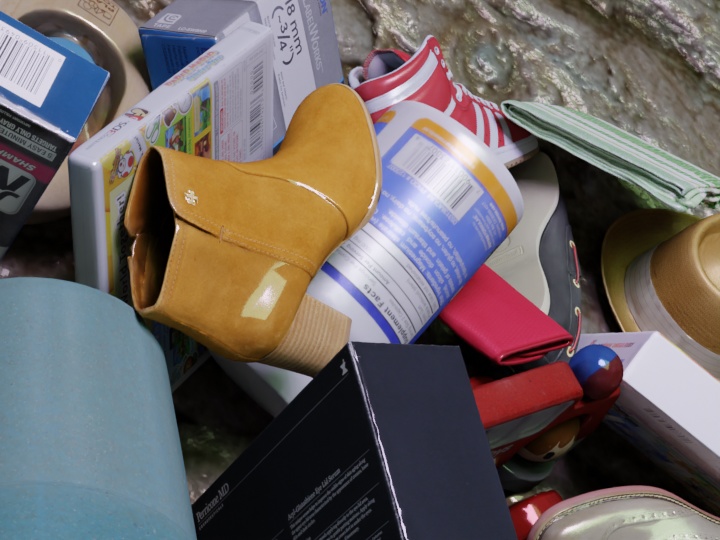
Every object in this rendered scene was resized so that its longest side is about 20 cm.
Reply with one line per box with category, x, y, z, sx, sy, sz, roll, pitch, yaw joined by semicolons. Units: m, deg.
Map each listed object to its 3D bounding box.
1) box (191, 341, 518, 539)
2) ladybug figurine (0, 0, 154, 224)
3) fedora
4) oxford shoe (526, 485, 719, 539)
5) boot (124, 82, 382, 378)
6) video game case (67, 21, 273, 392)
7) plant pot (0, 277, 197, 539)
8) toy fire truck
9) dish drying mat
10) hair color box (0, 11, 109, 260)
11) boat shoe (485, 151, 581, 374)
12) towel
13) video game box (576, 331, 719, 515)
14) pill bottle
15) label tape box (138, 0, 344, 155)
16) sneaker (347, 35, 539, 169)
box;-0.007;0.148;1.016;0.079;0.200;0.141;1;58;-34
ladybug figurine;-0.200;-0.102;1.157;0.136;0.072;0.200;33;45;-13
fedora;0.278;0.014;1.407;0.200;0.082;0.201;19;49;-24
oxford shoe;0.200;0.184;1.148;0.200;0.071;0.074;8;22;-20
boot;-0.062;-0.045;1.041;0.144;0.071;0.201;29;54;-39
video game case;-0.106;-0.021;1.090;0.023;0.200;0.182;20;39;22
plant pot;-0.168;0.122;0.939;0.200;0.200;0.196;17;42;-25
toy fire truck;0.081;0.108;1.132;0.200;0.168;0.112;-12;66;-42
dish drying mat;0.049;0.000;1.242;0.077;0.018;0.200;-11;41;-43
hair color box;-0.225;-0.054;1.010;0.100;0.200;0.061;29;46;-12
boat shoe;0.119;-0.005;1.325;0.063;0.074;0.202;52;28;-35
towel;0.195;-0.084;1.372;0.152;0.023;0.200;29;13;16
video game box;0.234;0.117;1.240;0.200;0.182;0.047;39;80;-6
pill bottle;0.000;0.000;1.154;0.112;0.112;0.200;42;76;-1
label tape box;-0.056;-0.137;1.238;0.063;0.144;0.200;8;36;28
sneaker;0.059;-0.113;1.317;0.200;0.071;0.113;-27;95;-61
